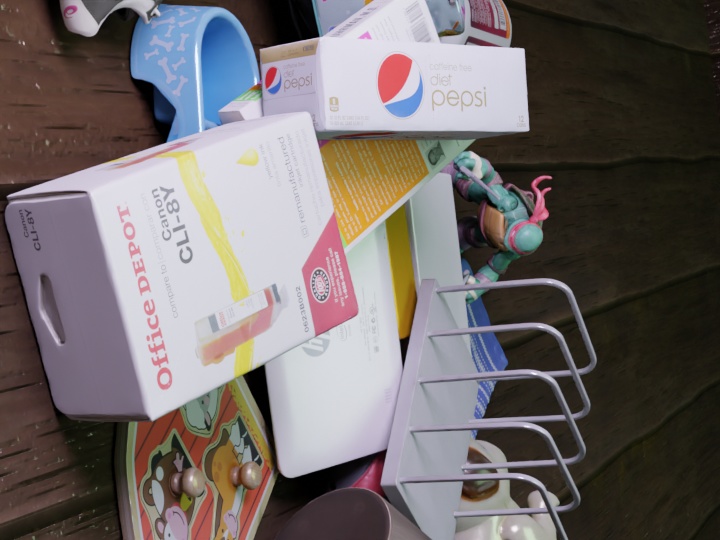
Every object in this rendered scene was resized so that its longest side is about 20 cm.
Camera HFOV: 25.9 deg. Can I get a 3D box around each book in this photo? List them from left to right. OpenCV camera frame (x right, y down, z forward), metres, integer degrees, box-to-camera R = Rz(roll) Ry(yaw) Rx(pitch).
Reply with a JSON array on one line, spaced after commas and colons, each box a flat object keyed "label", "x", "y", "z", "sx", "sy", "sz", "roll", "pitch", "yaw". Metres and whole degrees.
[{"label": "book", "x": -0.004, "y": -0.106, "z": 1.141, "sx": 0.200, "sy": 0.048, "sz": 0.134, "roll": -40, "pitch": 119, "yaw": -35}]

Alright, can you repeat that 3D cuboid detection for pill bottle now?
[{"label": "pill bottle", "x": 0.062, "y": -0.230, "z": 1.461, "sx": 0.200, "sy": 0.109, "sz": 0.110, "roll": -4, "pitch": 88, "yaw": -67}]

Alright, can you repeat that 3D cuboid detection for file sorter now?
[{"label": "file sorter", "x": 0.109, "y": 0.122, "z": 1.250, "sx": 0.139, "sy": 0.124, "sz": 0.200, "roll": 63, "pitch": 31, "yaw": -44}]

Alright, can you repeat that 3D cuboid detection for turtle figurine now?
[{"label": "turtle figurine", "x": 0.121, "y": -0.043, "z": 1.484, "sx": 0.200, "sy": 0.101, "sz": 0.150, "roll": -136, "pitch": -133, "yaw": -71}]

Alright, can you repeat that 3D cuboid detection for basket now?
[{"label": "basket", "x": 0.024, "y": 0.269, "z": 1.193, "sx": 0.200, "sy": 0.180, "sz": 0.136, "roll": 52, "pitch": 29, "yaw": -32}]

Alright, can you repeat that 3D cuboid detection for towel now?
[{"label": "towel", "x": 0.100, "y": 0.096, "z": 1.565, "sx": 0.200, "sy": 0.024, "sz": 0.145, "roll": -63, "pitch": 139, "yaw": -52}]

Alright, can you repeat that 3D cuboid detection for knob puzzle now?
[{"label": "knob puzzle", "x": -0.108, "y": 0.136, "z": 1.071, "sx": 0.220, "sy": 0.030, "sz": 0.220, "roll": -6, "pitch": 90, "yaw": -67}]

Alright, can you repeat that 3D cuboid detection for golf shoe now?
[{"label": "golf shoe", "x": -0.149, "y": -0.214, "z": 1.048, "sx": 0.200, "sy": 0.077, "sz": 0.088, "roll": -34, "pitch": 134, "yaw": -62}]

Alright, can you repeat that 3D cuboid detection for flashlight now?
[{"label": "flashlight", "x": -0.018, "y": 0.115, "z": 1.248, "sx": 0.068, "sy": 0.068, "sz": 0.200, "roll": -26, "pitch": 105, "yaw": -33}]

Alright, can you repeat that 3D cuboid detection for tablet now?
[{"label": "tablet", "x": -0.021, "y": 0.047, "z": 1.193, "sx": 0.130, "sy": 0.014, "sz": 0.200, "roll": -12, "pitch": 97, "yaw": -38}]

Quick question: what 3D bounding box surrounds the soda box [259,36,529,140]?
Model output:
[{"label": "soda box", "x": 0.027, "y": -0.125, "z": 1.099, "sx": 0.200, "sy": 0.068, "sz": 0.064, "roll": -5, "pitch": 91, "yaw": -42}]

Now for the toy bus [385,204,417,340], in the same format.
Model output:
[{"label": "toy bus", "x": 0.000, "y": 0.000, "z": 1.294, "sx": 0.065, "sy": 0.078, "sz": 0.200, "roll": -12, "pitch": 94, "yaw": -66}]

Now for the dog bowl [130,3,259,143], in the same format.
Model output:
[{"label": "dog bowl", "x": -0.110, "y": -0.094, "z": 1.107, "sx": 0.111, "sy": 0.050, "sz": 0.200, "roll": 12, "pitch": 73, "yaw": -65}]

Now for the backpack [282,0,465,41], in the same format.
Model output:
[{"label": "backpack", "x": -0.001, "y": -0.259, "z": 1.261, "sx": 0.176, "sy": 0.153, "sz": 0.200, "roll": -95, "pitch": 163, "yaw": -72}]

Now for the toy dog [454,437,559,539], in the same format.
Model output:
[{"label": "toy dog", "x": 0.087, "y": 0.241, "z": 1.392, "sx": 0.194, "sy": 0.140, "sz": 0.200, "roll": -11, "pitch": 96, "yaw": -30}]

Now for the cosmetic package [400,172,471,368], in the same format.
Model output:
[{"label": "cosmetic package", "x": 0.038, "y": 0.014, "z": 1.377, "sx": 0.113, "sy": 0.081, "sz": 0.200, "roll": -1, "pitch": 83, "yaw": -67}]

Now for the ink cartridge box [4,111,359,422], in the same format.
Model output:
[{"label": "ink cartridge box", "x": -0.106, "y": -0.005, "z": 0.980, "sx": 0.200, "sy": 0.083, "sz": 0.145, "roll": -26, "pitch": 107, "yaw": -47}]
